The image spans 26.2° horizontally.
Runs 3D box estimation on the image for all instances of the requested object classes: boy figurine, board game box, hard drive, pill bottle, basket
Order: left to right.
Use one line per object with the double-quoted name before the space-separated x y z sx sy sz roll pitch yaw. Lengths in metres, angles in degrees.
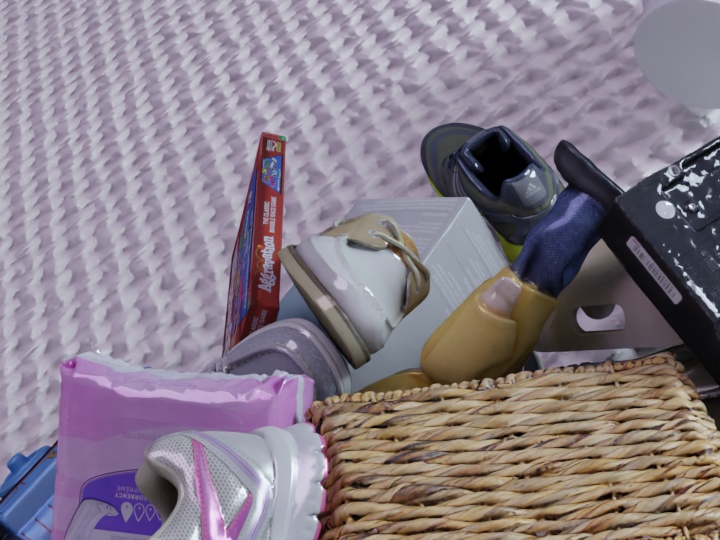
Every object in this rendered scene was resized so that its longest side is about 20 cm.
"board game box" -0.067 0.006 0.953 0.019 0.103 0.200 10 32 -8
"boy figurine" 0.070 0.025 0.842 0.200 0.064 0.124 -49 -7 11
"basket" 0.078 0.143 0.724 0.200 0.143 0.149 -7 31 -5
"pill bottle" 0.266 -0.211 1.095 0.116 0.116 0.200 -5 40 36
"hard drive" 0.235 -0.018 0.785 0.200 0.038 0.140 -30 73 -25

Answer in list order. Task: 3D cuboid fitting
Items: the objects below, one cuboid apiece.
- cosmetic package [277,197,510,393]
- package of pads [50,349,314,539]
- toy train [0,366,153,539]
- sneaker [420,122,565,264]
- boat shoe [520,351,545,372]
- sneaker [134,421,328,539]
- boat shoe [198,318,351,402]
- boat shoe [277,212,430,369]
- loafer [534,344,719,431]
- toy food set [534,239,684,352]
"cosmetic package" 0.003 0.046 0.998 0.107 0.090 0.200 4 49 45
"package of pads" -0.092 0.143 0.768 0.120 0.200 0.076 5 1 16
"toy train" -0.185 0.148 0.989 0.200 0.087 0.114 -47 11 -24
"sneaker" 0.094 -0.071 1.081 0.074 0.081 0.200 -36 32 -7
"boat shoe" 0.053 0.099 0.896 0.074 0.066 0.199 -2 42 38
"sneaker" -0.068 0.156 0.656 0.081 0.088 0.200 120 156 -55
"boat shoe" -0.081 0.097 0.849 0.202 0.074 0.065 -37 0 38
"boat shoe" 0.000 0.000 0.867 0.068 0.075 0.200 -31 11 1
"loafer" 0.174 0.080 0.831 0.200 0.075 0.070 -15 66 26
"toy food set" 0.204 -0.012 0.885 0.200 0.060 0.143 -33 12 -26
